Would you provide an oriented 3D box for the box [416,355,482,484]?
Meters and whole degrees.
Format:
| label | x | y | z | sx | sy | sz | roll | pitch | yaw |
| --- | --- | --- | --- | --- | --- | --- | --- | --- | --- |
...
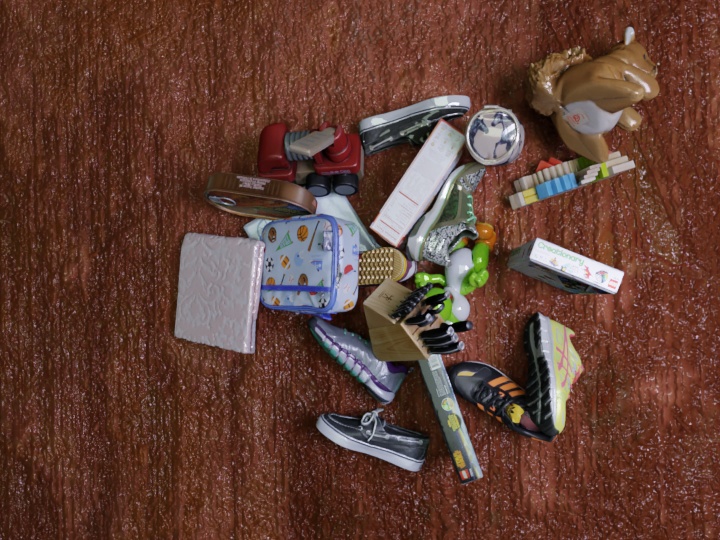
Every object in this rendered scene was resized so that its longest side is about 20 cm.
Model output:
| label | x | y | z | sx | sy | sz | roll | pitch | yaw |
| --- | --- | --- | --- | --- | --- | --- | --- | --- | --- |
| box | 0.138 | 0.222 | 0.872 | 0.039 | 0.137 | 0.204 | -19 | 87 | 3 |

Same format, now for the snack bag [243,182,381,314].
| label | x | y | z | sx | sy | sz | roll | pitch | yaw |
| --- | --- | --- | --- | --- | --- | --- | --- | --- | --- |
| snack bag | -0.086 | -0.056 | 0.964 | 0.198 | 0.021 | 0.191 | -34 | 86 | 3 |

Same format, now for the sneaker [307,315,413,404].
| label | x | y | z | sx | sy | sz | roll | pitch | yaw |
| --- | --- | --- | --- | --- | --- | --- | --- | --- | --- |
| sneaker | -0.002 | 0.136 | 0.937 | 0.200 | 0.074 | 0.088 | 44 | 76 | -1 |

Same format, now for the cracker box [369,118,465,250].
| label | x | y | z | sx | sy | sz | roll | pitch | yaw |
| --- | --- | --- | --- | --- | --- | --- | --- | --- | --- |
| cracker box | 0.098 | -0.132 | 0.882 | 0.057 | 0.134 | 0.202 | 35 | 95 | 7 |

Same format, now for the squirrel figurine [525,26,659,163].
| label | x | y | z | sx | sy | sz | roll | pitch | yaw |
| --- | --- | --- | --- | --- | --- | --- | --- | --- | --- |
| squirrel figurine | 0.361 | -0.300 | 0.833 | 0.198 | 0.143 | 0.187 | 30 | 65 | 25 |

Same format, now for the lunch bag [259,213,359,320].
| label | x | y | z | sx | sy | sz | roll | pitch | yaw |
| --- | --- | --- | --- | --- | --- | --- | --- | --- | --- |
| lunch bag | -0.085 | -0.005 | 0.870 | 0.197 | 0.075 | 0.165 | 0 | 86 | 43 |

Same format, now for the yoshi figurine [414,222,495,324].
| label | x | y | z | sx | sy | sz | roll | pitch | yaw |
| --- | --- | --- | --- | --- | --- | --- | --- | --- | --- |
| yoshi figurine | 0.147 | 0.015 | 0.871 | 0.110 | 0.112 | 0.204 | 20 | 80 | -3 |

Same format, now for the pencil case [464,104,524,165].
| label | x | y | z | sx | sy | sz | roll | pitch | yaw |
| --- | --- | --- | --- | --- | --- | --- | --- | --- | --- |
| pencil case | 0.212 | -0.209 | 0.832 | 0.076 | 0.200 | 0.092 | -8 | 98 | 21 |

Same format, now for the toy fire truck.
| label | x | y | z | sx | sy | sz | roll | pitch | yaw |
| --- | --- | --- | --- | --- | --- | --- | --- | --- | --- |
| toy fire truck | -0.092 | -0.189 | 0.858 | 0.171 | 0.200 | 0.132 | -1 | 71 | 10 |

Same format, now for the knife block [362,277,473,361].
| label | x | y | z | sx | sy | sz | roll | pitch | yaw |
| --- | --- | --- | --- | --- | --- | --- | --- | --- | --- |
| knife block | 0.090 | 0.098 | 0.806 | 0.174 | 0.202 | 0.064 | 31 | 59 | 32 |

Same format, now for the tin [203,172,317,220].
| label | x | y | z | sx | sy | sz | roll | pitch | yaw |
| --- | --- | --- | --- | --- | --- | --- | --- | --- | --- |
| tin | -0.168 | -0.121 | 0.907 | 0.195 | 0.112 | 0.043 | 10 | 72 | 9 |

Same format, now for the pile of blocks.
| label | x | y | z | sx | sy | sz | roll | pitch | yaw |
| --- | --- | --- | --- | --- | --- | --- | --- | --- | --- |
| pile of blocks | 0.337 | -0.163 | 0.875 | 0.196 | 0.082 | 0.064 | -19 | 87 | 8 |

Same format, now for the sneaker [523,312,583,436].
| label | x | y | z | sx | sy | sz | roll | pitch | yaw |
| --- | --- | --- | --- | --- | --- | --- | --- | --- | --- |
| sneaker | 0.314 | 0.163 | 0.848 | 0.088 | 0.079 | 0.204 | 15 | 56 | -7 |

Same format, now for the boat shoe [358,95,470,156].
| label | x | y | z | sx | sy | sz | roll | pitch | yaw |
| --- | --- | --- | --- | --- | --- | --- | --- | --- | --- |
| boat shoe | 0.095 | -0.245 | 0.919 | 0.195 | 0.071 | 0.065 | -13 | 87 | 16 |

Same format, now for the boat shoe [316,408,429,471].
| label | x | y | z | sx | sy | sz | roll | pitch | yaw |
| --- | --- | --- | --- | --- | --- | --- | --- | --- | --- |
| boat shoe | 0.023 | 0.275 | 0.919 | 0.195 | 0.074 | 0.070 | 21 | 97 | 7 |

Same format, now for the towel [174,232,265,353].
| label | x | y | z | sx | sy | sz | roll | pitch | yaw |
| --- | --- | --- | --- | --- | --- | --- | --- | --- | --- |
| towel | -0.250 | 0.036 | 0.942 | 0.196 | 0.032 | 0.196 | 7 | 92 | 34 |

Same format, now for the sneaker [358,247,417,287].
| label | x | y | z | sx | sy | sz | roll | pitch | yaw |
| --- | --- | --- | --- | --- | --- | --- | --- | --- | --- |
| sneaker | 0.000 | 0.000 | 0.914 | 0.196 | 0.090 | 0.077 | 1 | 85 | 30 |

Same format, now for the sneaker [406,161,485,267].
| label | x | y | z | sx | sy | sz | roll | pitch | yaw |
| --- | --- | --- | --- | --- | --- | --- | --- | --- | --- |
| sneaker | 0.158 | -0.082 | 0.855 | 0.088 | 0.077 | 0.202 | 29 | 77 | 24 |

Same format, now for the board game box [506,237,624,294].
| label | x | y | z | sx | sy | sz | roll | pitch | yaw |
| --- | --- | --- | --- | --- | --- | --- | --- | --- | --- |
| board game box | 0.302 | -0.002 | 0.820 | 0.124 | 0.200 | 0.035 | 23 | 90 | 7 |

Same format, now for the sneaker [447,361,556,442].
| label | x | y | z | sx | sy | sz | roll | pitch | yaw |
| --- | --- | --- | --- | --- | --- | --- | --- | --- | --- |
| sneaker | 0.236 | 0.214 | 0.882 | 0.197 | 0.090 | 0.071 | 29 | 93 | 7 |
